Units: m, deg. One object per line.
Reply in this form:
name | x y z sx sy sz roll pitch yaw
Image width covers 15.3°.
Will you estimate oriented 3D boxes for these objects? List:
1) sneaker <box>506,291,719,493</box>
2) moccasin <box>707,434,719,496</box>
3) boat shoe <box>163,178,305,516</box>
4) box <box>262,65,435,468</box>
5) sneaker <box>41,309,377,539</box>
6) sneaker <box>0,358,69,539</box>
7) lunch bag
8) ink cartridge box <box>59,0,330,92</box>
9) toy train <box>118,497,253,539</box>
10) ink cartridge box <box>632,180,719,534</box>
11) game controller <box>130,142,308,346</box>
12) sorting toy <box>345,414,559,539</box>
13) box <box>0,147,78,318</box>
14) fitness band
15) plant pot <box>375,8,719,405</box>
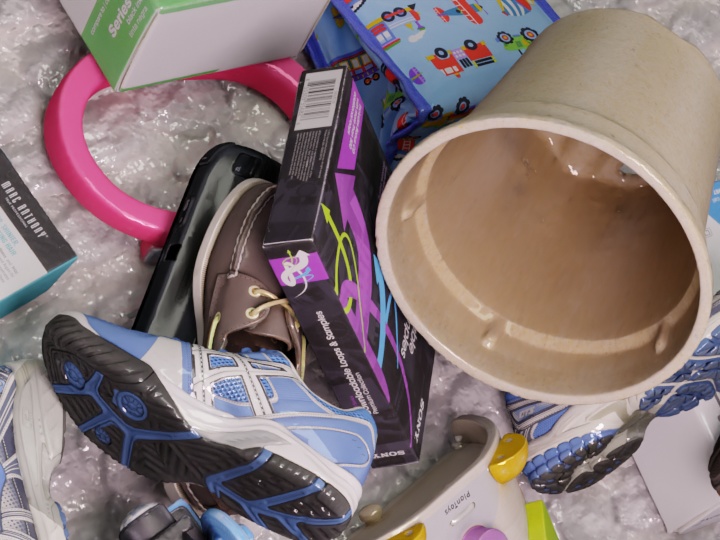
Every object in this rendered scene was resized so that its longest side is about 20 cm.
sneaker | 0.167 0.050 1.643 0.077 0.200 0.085 21 37 -57
moccasin | 0.285 0.087 1.667 0.078 0.074 0.201 45 44 8
boat shoe | -0.062 0.043 1.537 0.072 0.059 0.201 21 75 -31
box | 0.000 0.000 1.584 0.200 0.036 0.143 67 24 -43
sneaker | -0.083 0.075 1.470 0.200 0.076 0.077 29 50 7
sneaker | -0.208 0.139 1.466 0.085 0.077 0.201 6 53 -19
lunch bag | 0.036 -0.170 1.749 0.150 0.094 0.200 -15 66 -34
ink cartridge box | -0.128 -0.222 1.667 0.146 0.084 0.200 -16 63 -36
toy train | -0.071 0.218 1.467 0.087 0.114 0.200 -35 84 -26
ink cartridge box | 0.232 0.052 1.747 0.145 0.084 0.201 -15 74 -34
game controller | -0.078 0.027 1.590 0.104 0.042 0.201 30 70 -29
sorting toy | 0.066 0.207 1.580 0.200 0.107 0.180 -37 105 -38
box | -0.262 0.012 1.509 0.200 0.049 0.082 -32 83 -37
fitness band | -0.100 -0.078 1.658 0.199 0.037 0.144 -5 68 -33
plant pot | 0.131 -0.055 1.589 0.200 0.200 0.184 37 42 -7
